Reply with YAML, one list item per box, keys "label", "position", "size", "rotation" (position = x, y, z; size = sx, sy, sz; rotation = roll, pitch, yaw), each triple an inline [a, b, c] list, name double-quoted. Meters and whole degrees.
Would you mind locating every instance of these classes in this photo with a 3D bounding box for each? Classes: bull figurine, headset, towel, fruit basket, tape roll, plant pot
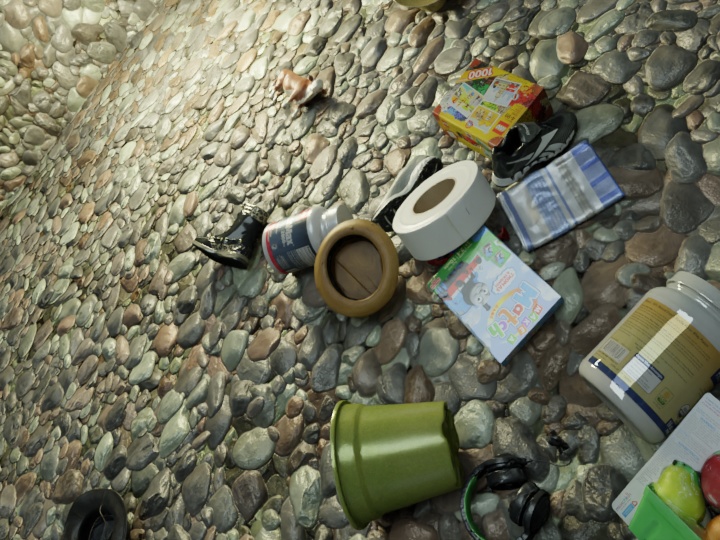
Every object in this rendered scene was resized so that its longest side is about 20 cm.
- label: "bull figurine"
  position: [-0.178, -0.490, 1.651]
  size: [0.122, 0.065, 0.199]
  rotation: [-49, 47, -2]
- label: "headset"
  position: [0.229, 0.320, 0.887]
  size: [0.200, 0.094, 0.124]
  rotation: [-44, 49, 7]
- label: "towel"
  position: [0.359, -0.137, 1.098]
  size: [0.196, 0.024, 0.150]
  rotation: [-31, 52, 18]
- label: "fruit basket"
  position: [0.443, 0.291, 0.741]
  size: [0.202, 0.093, 0.185]
  rotation: [-51, 47, 7]
- label: "tape roll"
  position: [0.157, -0.115, 1.143]
  size: [0.200, 0.071, 0.204]
  rotation: [-34, 22, 16]
- label: "plant pot"
  position: [0.067, 0.295, 0.971]
  size: [0.178, 0.201, 0.206]
  rotation: [-15, 56, 14]

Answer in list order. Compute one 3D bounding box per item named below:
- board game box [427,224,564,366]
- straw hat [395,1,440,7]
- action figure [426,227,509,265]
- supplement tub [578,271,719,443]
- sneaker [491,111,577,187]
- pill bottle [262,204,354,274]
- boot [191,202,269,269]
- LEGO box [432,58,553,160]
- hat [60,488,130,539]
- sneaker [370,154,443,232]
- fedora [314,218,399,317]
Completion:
- label: "board game box"
  position: [0.232, 0.039, 1.054]
  size: [0.152, 0.036, 0.200]
  rotation: [-48, 59, 8]
- label: "straw hat"
  position: [0.173, -0.698, 1.505]
  size: [0.194, 0.085, 0.208]
  rotation: [-9, 63, 17]
- label: "action figure"
  position: [0.185, -0.047, 1.158]
  size: [0.195, 0.051, 0.068]
  rotation: [-7, 66, 35]
- label: "supplement tub"
  position: [0.418, 0.117, 0.831]
  size: [0.200, 0.144, 0.145]
  rotation: [-46, 48, 4]
- label: "sneaker"
  position: [0.323, -0.246, 1.126]
  size: [0.197, 0.091, 0.067]
  rotation: [-36, 46, 0]
- label: "pill bottle"
  position: [-0.110, -0.074, 1.335]
  size: [0.195, 0.119, 0.123]
  rotation: [-17, 56, 26]
- label: "boot"
  position: [-0.330, -0.096, 1.539]
  size: [0.199, 0.074, 0.157]
  rotation: [15, 71, 35]
- label: "LEGO box"
  position: [0.267, -0.325, 1.232]
  size: [0.150, 0.077, 0.200]
  rotation: [-49, 48, 1]
- label: "hat"
  position: [-0.563, 0.580, 1.322]
  size: [0.194, 0.081, 0.207]
  rotation: [-11, 64, 22]
- label: "sneaker"
  position: [0.092, -0.164, 1.280]
  size: [0.201, 0.074, 0.079]
  rotation: [-48, 39, -5]
- label: "fedora"
  position: [0.000, 0.000, 1.226]
  size: [0.194, 0.081, 0.208]
  rotation: [-6, 76, 23]
